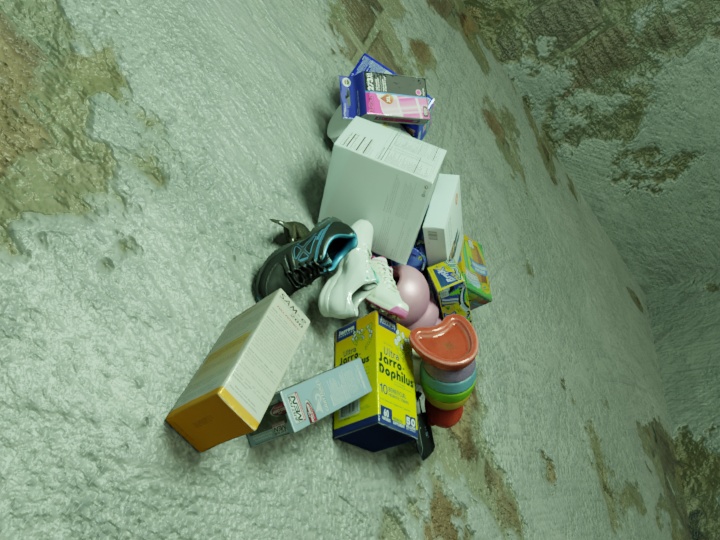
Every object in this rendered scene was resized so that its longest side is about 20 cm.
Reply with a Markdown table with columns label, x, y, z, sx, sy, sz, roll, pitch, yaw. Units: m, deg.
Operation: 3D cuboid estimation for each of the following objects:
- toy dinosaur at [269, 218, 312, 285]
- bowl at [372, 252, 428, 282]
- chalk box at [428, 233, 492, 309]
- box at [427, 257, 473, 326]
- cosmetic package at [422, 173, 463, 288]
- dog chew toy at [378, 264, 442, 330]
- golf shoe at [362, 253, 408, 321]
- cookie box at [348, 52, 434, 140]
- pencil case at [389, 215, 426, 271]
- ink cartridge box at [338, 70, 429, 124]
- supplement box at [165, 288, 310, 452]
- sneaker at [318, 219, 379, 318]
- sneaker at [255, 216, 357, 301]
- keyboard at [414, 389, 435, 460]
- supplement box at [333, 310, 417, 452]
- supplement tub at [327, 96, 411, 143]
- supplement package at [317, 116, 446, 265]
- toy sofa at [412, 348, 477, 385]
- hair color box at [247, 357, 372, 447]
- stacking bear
| label | x | y | z | sx | sy | sz | roll | pitch | yaw |
| --- | --- | --- | --- | --- | --- | --- | --- | --- | --- |
| toy dinosaur | -0.103 | -0.043 | 1.055 | 0.197 | 0.077 | 0.104 | 29 | 35 | -34 |
| bowl | 0.089 | -0.027 | 1.316 | 0.199 | 0.039 | 0.206 | 33 | 44 | -38 |
| chalk box | 0.233 | 0.029 | 1.399 | 0.123 | 0.122 | 0.206 | 23 | 50 | -43 |
| box | 0.196 | 0.069 | 1.240 | 0.202 | 0.063 | 0.071 | 70 | 0 | -48 |
| cosmetic package | 0.183 | -0.080 | 1.246 | 0.203 | 0.050 | 0.154 | 73 | 28 | -50 |
| dog chew toy | 0.109 | 0.082 | 1.207 | 0.200 | 0.122 | 0.127 | 47 | 36 | -36 |
| golf shoe | 0.033 | 0.023 | 1.077 | 0.074 | 0.093 | 0.199 | 29 | 3 | -38 |
| cookie box | 0.073 | -0.395 | 1.364 | 0.197 | 0.076 | 0.171 | 35 | -4 | 7 |
| pencil case | 0.122 | -0.075 | 1.284 | 0.077 | 0.087 | 0.202 | 31 | 40 | -7 |
| ink cartridge box | 0.052 | -0.367 | 1.223 | 0.194 | 0.037 | 0.098 | -2 | 80 | -20 |
| supplement box | -0.162 | 0.134 | 0.794 | 0.074 | 0.124 | 0.202 | 47 | 38 | -19 |
| sneaker | 0.000 | 0.000 | 1.039 | 0.076 | 0.086 | 0.204 | 56 | 48 | -49 |
| sneaker | -0.090 | -0.015 | 0.956 | 0.199 | 0.081 | 0.074 | -43 | 124 | -14 |
| keyboard | 0.114 | 0.285 | 1.092 | 0.200 | 0.020 | 0.131 | 46 | 34 | -73 |
| supplement box | 0.025 | 0.197 | 1.021 | 0.108 | 0.108 | 0.205 | 30 | 46 | -38 |
| supplement tub | 0.032 | -0.291 | 1.318 | 0.198 | 0.143 | 0.148 | 36 | 42 | -33 |
| supplement package | 0.040 | -0.159 | 1.135 | 0.195 | 0.195 | 0.148 | 22 | 38 | 6 |
| toy sofa | 0.166 | 0.184 | 1.216 | 0.197 | 0.081 | 0.101 | 9 | 90 | -50 |
| hair color box | -0.079 | 0.199 | 0.887 | 0.198 | 0.098 | 0.062 | -13 | 78 | -56 |
| stacking bear | 0.157 | 0.205 | 1.061 | 0.118 | 0.205 | 0.114 | -17 | 39 | -20 |
